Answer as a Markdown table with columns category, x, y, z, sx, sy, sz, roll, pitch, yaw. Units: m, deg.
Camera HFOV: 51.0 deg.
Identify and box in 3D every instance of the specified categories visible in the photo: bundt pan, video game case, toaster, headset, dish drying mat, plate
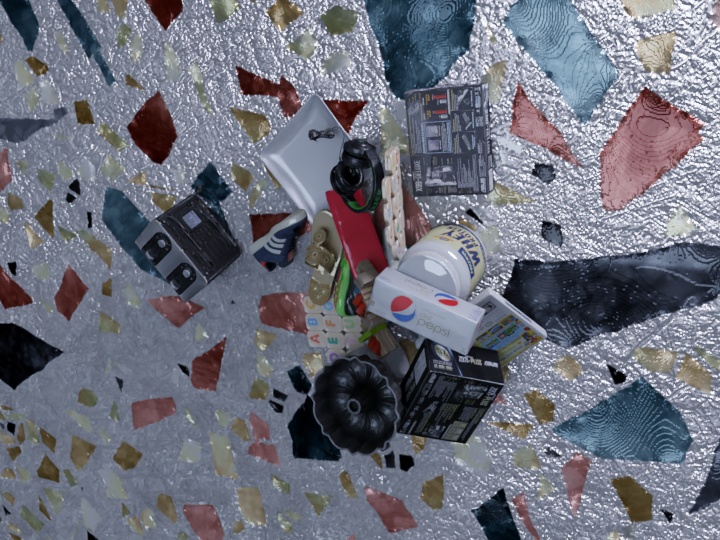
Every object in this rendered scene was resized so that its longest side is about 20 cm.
| category | x | y | z | sx | sy | sz | roll | pitch | yaw |
| --- | --- | --- | --- | --- | --- | --- | --- | --- | --- |
| bundt pan | 0.003 | 0.262 | 1.516 | 0.197 | 0.075 | 0.208 | 6 | 102 | 27 |
| video game case | 0.238 | 0.135 | 1.493 | 0.180 | 0.023 | 0.199 | 34 | 123 | -28 |
| toaster | -0.378 | -0.056 | 1.680 | 0.118 | 0.200 | 0.182 | -34 | 99 | 32 |
| headset | -0.027 | -0.203 | 1.461 | 0.202 | 0.092 | 0.125 | 60 | 139 | 29 |
| dish drying mat | -0.007 | -0.076 | 1.527 | 0.075 | 0.018 | 0.205 | -20 | 87 | 7 |
| plate | -0.089 | -0.227 | 1.570 | 0.199 | 0.032 | 0.201 | -40 | 88 | 30 |

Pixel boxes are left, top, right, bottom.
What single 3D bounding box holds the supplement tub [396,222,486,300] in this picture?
| category | x | y | z | sx | sy | sz | roll | pitch | yaw |
| --- | --- | --- | --- | --- | --- | --- | --- | --- | --- |
| supplement tub | 0.153 | 0.002 | 1.439 | 0.141 | 0.200 | 0.149 | 8 | 110 | 21 |

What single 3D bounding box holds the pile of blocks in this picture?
| category | x | y | z | sx | sy | sz | roll | pitch | yaw |
| --- | --- | --- | --- | --- | --- | --- | --- | --- | --- |
| pile of blocks | 0.009 | 0.085 | 1.485 | 0.081 | 0.061 | 0.205 | -5 | 102 | 50 |

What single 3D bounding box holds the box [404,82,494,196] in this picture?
| category | x | y | z | sx | sy | sz | roll | pitch | yaw |
| --- | --- | --- | --- | --- | --- | --- | --- | --- | --- |
| box | 0.170 | -0.245 | 1.436 | 0.154 | 0.050 | 0.206 | 0 | 107 | 25 |

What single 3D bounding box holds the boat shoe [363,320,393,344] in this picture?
| category | x | y | z | sx | sy | sz | roll | pitch | yaw |
| --- | --- | --- | --- | --- | --- | --- | --- | --- | --- |
| boat shoe | 0.036 | 0.087 | 1.558 | 0.069 | 0.073 | 0.200 | 51 | 154 | 13 |

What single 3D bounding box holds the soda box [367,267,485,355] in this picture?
| category | x | y | z | sx | sy | sz | roll | pitch | yaw |
| --- | --- | --- | --- | --- | --- | --- | --- | --- | --- |
| soda box | 0.114 | 0.070 | 1.328 | 0.196 | 0.064 | 0.070 | 24 | 116 | 15 |

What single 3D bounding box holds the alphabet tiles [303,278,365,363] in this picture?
| category | x | y | z | sx | sy | sz | roll | pitch | yaw |
| --- | --- | --- | --- | --- | --- | --- | --- | --- | --- |
| alphabet tiles | -0.038 | 0.116 | 1.671 | 0.191 | 0.015 | 0.205 | 1 | 108 | 24 |

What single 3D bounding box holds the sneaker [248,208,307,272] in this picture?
| category | x | y | z | sx | sy | sz | roll | pitch | yaw |
| --- | --- | --- | --- | --- | --- | --- | --- | --- | --- |
| sneaker | -0.161 | -0.060 | 1.628 | 0.085 | 0.075 | 0.199 | 54 | 138 | -3 |

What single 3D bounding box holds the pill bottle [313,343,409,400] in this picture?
| category | x | y | z | sx | sy | sz | roll | pitch | yaw |
| --- | --- | --- | --- | --- | --- | --- | --- | --- | --- |
| pill bottle | 0.003 | 0.228 | 1.619 | 0.198 | 0.114 | 0.116 | -31 | 93 | 29 |

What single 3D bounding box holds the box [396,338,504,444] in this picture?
| category | x | y | z | sx | sy | sz | roll | pitch | yaw |
| --- | --- | --- | --- | --- | --- | --- | --- | --- | --- |
| box | 0.172 | 0.244 | 1.513 | 0.160 | 0.087 | 0.203 | 11 | 131 | -13 |

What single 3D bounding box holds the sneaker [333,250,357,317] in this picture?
| category | x | y | z | sx | sy | sz | roll | pitch | yaw |
| --- | --- | --- | --- | --- | --- | --- | --- | --- | --- |
| sneaker | 0.000 | 0.000 | 1.587 | 0.082 | 0.077 | 0.205 | 12 | 104 | -15 |

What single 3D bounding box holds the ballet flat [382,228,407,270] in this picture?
| category | x | y | z | sx | sy | sz | roll | pitch | yaw |
| --- | --- | --- | --- | --- | --- | --- | --- | --- | --- |
| ballet flat | 0.084 | 0.012 | 1.543 | 0.068 | 0.069 | 0.203 | -24 | 97 | 29 |

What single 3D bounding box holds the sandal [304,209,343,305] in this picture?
| category | x | y | z | sx | sy | sz | roll | pitch | yaw |
| --- | --- | --- | --- | --- | --- | --- | --- | --- | --- |
| sandal | -0.085 | -0.015 | 1.591 | 0.076 | 0.070 | 0.217 | 14 | 117 | 15 |

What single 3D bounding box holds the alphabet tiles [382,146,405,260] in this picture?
| category | x | y | z | sx | sy | sz | roll | pitch | yaw |
| --- | --- | --- | --- | --- | --- | --- | --- | --- | --- |
| alphabet tiles | 0.068 | -0.129 | 1.438 | 0.014 | 0.196 | 0.206 | -1 | 106 | 12 |
